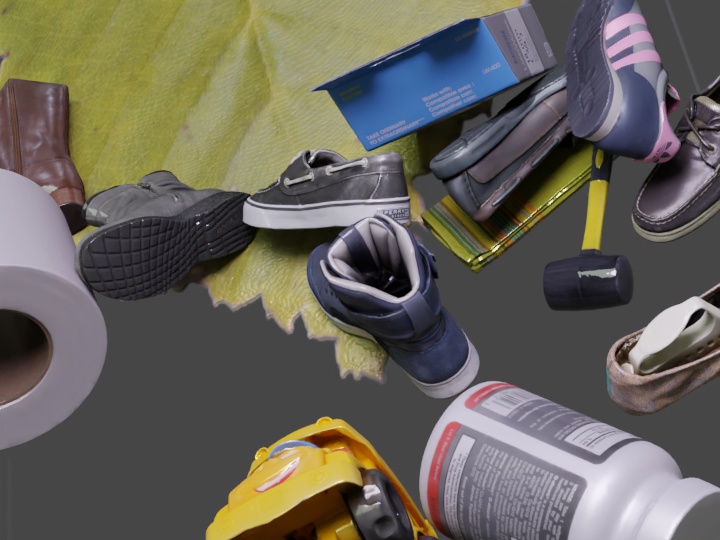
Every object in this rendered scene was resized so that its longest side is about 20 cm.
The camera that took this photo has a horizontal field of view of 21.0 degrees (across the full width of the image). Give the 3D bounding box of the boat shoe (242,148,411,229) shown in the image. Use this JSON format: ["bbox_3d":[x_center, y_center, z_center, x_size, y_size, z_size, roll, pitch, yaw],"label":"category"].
[{"bbox_3d":[-0.028,-0.068,1.596,0.199,0.070,0.064,0,95,50],"label":"boat shoe"}]

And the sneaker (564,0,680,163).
[{"bbox_3d":[0.207,-0.155,1.510,0.070,0.081,0.201,-50,22,41],"label":"sneaker"}]

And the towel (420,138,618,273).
[{"bbox_3d":[0.144,-0.084,1.581,0.199,0.018,0.086,-39,45,-5],"label":"towel"}]

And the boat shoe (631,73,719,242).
[{"bbox_3d":[0.273,-0.110,1.493,0.073,0.065,0.200,29,72,41],"label":"boat shoe"}]

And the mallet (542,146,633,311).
[{"bbox_3d":[0.193,-0.060,1.498,0.065,0.041,0.202,3,64,31],"label":"mallet"}]

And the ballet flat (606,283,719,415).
[{"bbox_3d":[0.261,0.034,1.379,0.199,0.067,0.068,-34,45,0],"label":"ballet flat"}]

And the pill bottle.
[{"bbox_3d":[0.146,0.158,1.307,0.199,0.116,0.116,22,66,40],"label":"pill bottle"}]

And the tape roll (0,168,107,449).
[{"bbox_3d":[-0.323,0.033,1.622,0.202,0.203,0.140,-31,45,3],"label":"tape roll"}]

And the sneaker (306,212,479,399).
[{"bbox_3d":[0.002,-0.001,1.504,0.077,0.146,0.202,-44,44,-9],"label":"sneaker"}]

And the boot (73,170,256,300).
[{"bbox_3d":[-0.195,-0.033,1.658,0.130,0.068,0.199,15,24,38],"label":"boot"}]

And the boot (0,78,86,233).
[{"bbox_3d":[-0.351,-0.091,1.839,0.185,0.065,0.201,-18,49,-2],"label":"boot"}]

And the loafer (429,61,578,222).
[{"bbox_3d":[0.141,-0.111,1.561,0.199,0.063,0.072,-36,11,-24],"label":"loafer"}]

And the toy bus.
[{"bbox_3d":[-0.019,0.172,1.340,0.135,0.201,0.193,-26,37,12],"label":"toy bus"}]

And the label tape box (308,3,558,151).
[{"bbox_3d":[0.062,-0.153,1.562,0.143,0.064,0.200,-23,3,22],"label":"label tape box"}]
